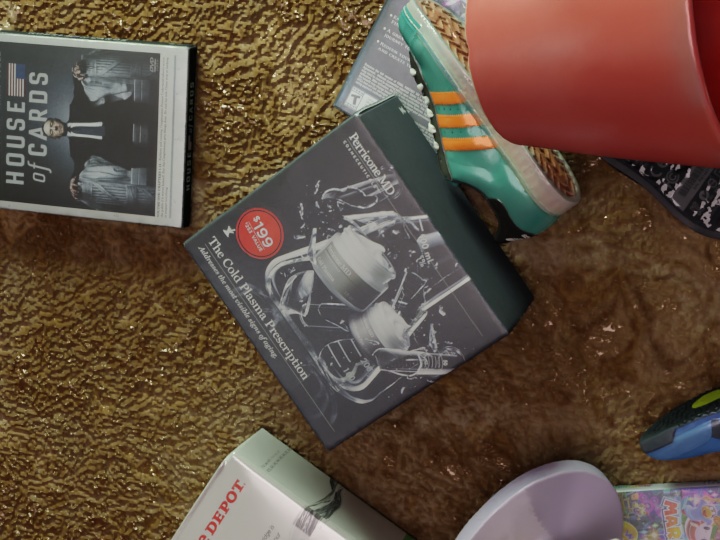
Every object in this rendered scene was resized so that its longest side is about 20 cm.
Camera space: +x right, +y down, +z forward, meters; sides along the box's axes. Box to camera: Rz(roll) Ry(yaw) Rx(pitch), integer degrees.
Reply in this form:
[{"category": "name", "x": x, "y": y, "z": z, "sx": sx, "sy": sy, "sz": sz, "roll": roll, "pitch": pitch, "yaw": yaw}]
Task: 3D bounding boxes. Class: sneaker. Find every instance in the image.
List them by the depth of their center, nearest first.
[{"category": "sneaker", "x": 0.310, "y": 0.117, "z": 1.163, "sx": 0.199, "sy": 0.066, "sz": 0.079, "roll": -24, "pitch": 97, "yaw": 18}, {"category": "sneaker", "x": 0.078, "y": -0.110, "z": 1.165, "sx": 0.080, "sy": 0.071, "sz": 0.201, "roll": -38, "pitch": 81, "yaw": 29}]

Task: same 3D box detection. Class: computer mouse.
[{"category": "computer mouse", "x": 0.236, "y": -0.105, "z": 1.155, "sx": 0.200, "sy": 0.053, "sz": 0.139, "roll": 44, "pitch": 107, "yaw": 16}]

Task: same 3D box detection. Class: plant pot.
[{"category": "plant pot", "x": 0.180, "y": -0.164, "z": 1.055, "sx": 0.176, "sy": 0.200, "sz": 0.202, "roll": -1, "pitch": 100, "yaw": 34}]

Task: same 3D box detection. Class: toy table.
[{"category": "toy table", "x": 0.135, "y": 0.254, "z": 1.166, "sx": 0.183, "sy": 0.117, "sz": 0.201, "roll": 18, "pitch": 106, "yaw": -17}]

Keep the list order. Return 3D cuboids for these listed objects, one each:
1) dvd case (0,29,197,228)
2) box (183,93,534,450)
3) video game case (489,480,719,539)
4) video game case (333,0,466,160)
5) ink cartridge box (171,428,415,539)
[{"category": "dvd case", "x": -0.235, "y": -0.120, "z": 1.296, "sx": 0.198, "sy": 0.025, "sz": 0.152, "roll": 6, "pitch": 101, "yaw": 14}, {"category": "box", "x": 0.000, "y": 0.000, "z": 1.199, "sx": 0.182, "sy": 0.104, "sz": 0.201, "roll": -35, "pitch": 92, "yaw": 22}, {"category": "video game case", "x": 0.210, "y": 0.244, "z": 1.239, "sx": 0.198, "sy": 0.018, "sz": 0.145, "roll": -6, "pitch": 98, "yaw": 17}, {"category": "video game case", "x": 0.084, "y": -0.180, "z": 1.197, "sx": 0.142, "sy": 0.019, "sz": 0.201, "roll": 31, "pitch": 106, "yaw": 8}, {"category": "ink cartridge box", "x": -0.052, "y": 0.251, "z": 1.280, "sx": 0.199, "sy": 0.084, "sz": 0.146, "roll": 36, "pitch": 107, "yaw": 6}]
